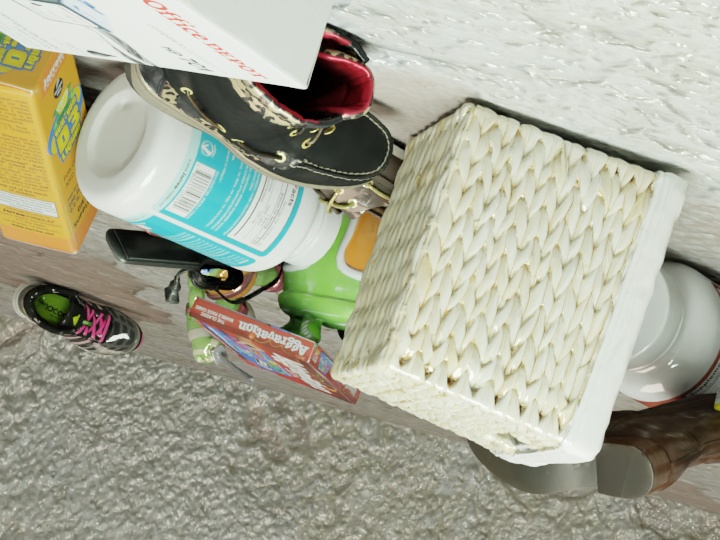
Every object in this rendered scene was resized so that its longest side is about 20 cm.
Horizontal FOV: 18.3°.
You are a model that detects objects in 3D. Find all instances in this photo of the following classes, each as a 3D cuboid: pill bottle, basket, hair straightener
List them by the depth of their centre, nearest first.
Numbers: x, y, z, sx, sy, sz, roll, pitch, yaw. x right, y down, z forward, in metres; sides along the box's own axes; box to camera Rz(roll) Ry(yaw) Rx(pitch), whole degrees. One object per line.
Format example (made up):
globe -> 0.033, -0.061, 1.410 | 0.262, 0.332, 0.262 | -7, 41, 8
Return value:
basket -> 0.093, 0.014, 1.500 | 0.160, 0.201, 0.198 | 20, 172, -9
pill bottle -> -0.106, -0.067, 1.657 | 0.199, 0.112, 0.110 | 25, 168, -41
pill bottle -> 0.251, 0.058, 1.757 | 0.112, 0.113, 0.200 | 10, 169, 39
hair straightener -> -0.129, -0.010, 1.759 | 0.199, 0.077, 0.041 | 7, -137, -54

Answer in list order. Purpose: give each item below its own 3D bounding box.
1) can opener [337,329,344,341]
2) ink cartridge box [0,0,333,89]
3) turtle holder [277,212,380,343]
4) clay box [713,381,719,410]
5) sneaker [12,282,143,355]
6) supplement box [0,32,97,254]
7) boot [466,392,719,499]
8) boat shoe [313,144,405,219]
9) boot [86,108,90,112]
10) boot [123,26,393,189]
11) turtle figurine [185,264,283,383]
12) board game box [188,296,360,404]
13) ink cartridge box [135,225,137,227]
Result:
can opener -> 0.057, 0.033, 1.920 | 0.063, 0.079, 0.199 | 30, -141, 31
ink cartridge box -> -0.130, -0.167, 1.161 | 0.199, 0.087, 0.146 | 13, 171, 32
turtle holder -> 0.010, 0.001, 1.783 | 0.140, 0.133, 0.185 | 8, 176, 11
clay box -> 0.301, 0.040, 1.542 | 0.047, 0.116, 0.200 | 16, 172, -3
sneaker -> -0.408, 0.072, 3.227 | 0.199, 0.074, 0.087 | 23, 176, -11
supplement box -> -0.240, -0.098, 1.635 | 0.068, 0.067, 0.201 | 13, 148, 14
boot -> 0.204, 0.118, 1.666 | 0.186, 0.065, 0.199 | 16, -160, 39
boat shoe -> 0.005, -0.064, 1.630 | 0.199, 0.060, 0.072 | 21, 171, -28
boot -> -0.274, -0.114, 1.827 | 0.185, 0.065, 0.200 | 21, 176, -3
boot -> -0.037, -0.107, 1.421 | 0.199, 0.074, 0.150 | 28, 167, -27
turtle figurine -> -0.100, 0.038, 2.206 | 0.199, 0.145, 0.194 | 18, 176, 14
board game box -> -0.064, 0.066, 1.777 | 0.102, 0.020, 0.200 | 19, 171, 14
ink cartridge box -> -0.128, -0.063, 1.862 | 0.115, 0.068, 0.200 | 15, 171, -1
